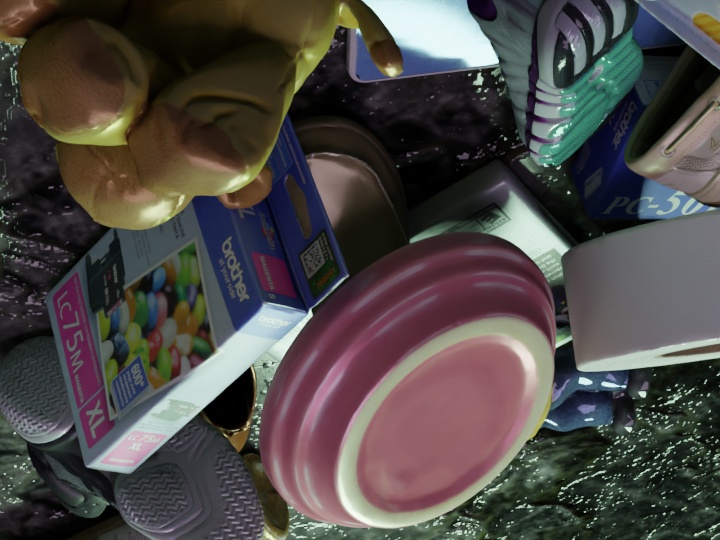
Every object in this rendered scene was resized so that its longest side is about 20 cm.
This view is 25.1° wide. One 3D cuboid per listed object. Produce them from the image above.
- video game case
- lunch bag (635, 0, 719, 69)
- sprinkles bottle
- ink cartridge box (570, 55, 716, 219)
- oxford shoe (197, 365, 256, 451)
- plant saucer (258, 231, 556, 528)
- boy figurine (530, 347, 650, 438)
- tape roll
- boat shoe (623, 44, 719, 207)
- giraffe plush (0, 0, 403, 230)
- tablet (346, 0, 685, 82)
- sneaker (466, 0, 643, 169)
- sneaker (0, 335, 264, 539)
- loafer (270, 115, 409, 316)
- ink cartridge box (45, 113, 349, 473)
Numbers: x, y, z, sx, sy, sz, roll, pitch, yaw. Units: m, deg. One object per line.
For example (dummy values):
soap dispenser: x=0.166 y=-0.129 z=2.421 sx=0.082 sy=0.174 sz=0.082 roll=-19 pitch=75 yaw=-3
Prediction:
video game case: x=0.049 y=0.025 z=1.045 sx=0.199 sy=0.024 sz=0.182 roll=-30 pitch=140 yaw=18
lunch bag: x=0.192 y=-0.179 z=0.716 sx=0.200 sy=0.127 sz=0.170 roll=39 pitch=119 yaw=-4
sprinkles bottle: x=-0.150 y=0.200 z=1.164 sx=0.199 sy=0.069 sz=0.068 roll=-25 pitch=142 yaw=14
ink cartridge box: x=0.233 y=-0.076 z=0.956 sx=0.198 sy=0.045 sz=0.094 roll=0 pitch=139 yaw=-17
oxford shoe: x=-0.094 y=0.083 z=1.018 sx=0.071 sy=0.072 sz=0.201 roll=-29 pitch=154 yaw=-13
plant saucer: x=0.038 y=0.074 z=0.930 sx=0.199 sy=0.051 sz=0.202 roll=-23 pitch=136 yaw=-24
boy figurine: x=0.085 y=0.084 z=1.059 sx=0.198 sy=0.065 sz=0.125 roll=-4 pitch=138 yaw=-12
tape roll: x=0.220 y=0.010 z=0.954 sx=0.200 sy=0.072 sz=0.202 roll=-7 pitch=172 yaw=-1
boat shoe: x=0.204 y=-0.128 z=0.837 sx=0.064 sy=0.072 sz=0.201 roll=19 pitch=116 yaw=-17
giraffe plush: x=-0.094 y=-0.090 z=0.770 sx=0.199 sy=0.173 sz=0.162 roll=-28 pitch=167 yaw=-38
tablet: x=0.091 y=-0.155 z=0.835 sx=0.198 sy=0.014 sz=0.131 roll=-7 pitch=143 yaw=-8
sneaker: x=0.094 y=-0.122 z=0.830 sx=0.074 sy=0.088 sz=0.200 roll=-41 pitch=165 yaw=-8
sneaker: x=-0.138 y=0.125 z=1.006 sx=0.076 sy=0.199 sz=0.114 roll=-48 pitch=161 yaw=-23
loafer: x=0.000 y=0.000 z=0.934 sx=0.075 sy=0.068 sz=0.201 roll=-17 pitch=128 yaw=7
ink cartridge box: x=-0.097 y=0.010 z=0.893 sx=0.042 sy=0.120 sz=0.200 roll=15 pitch=135 yaw=-45
